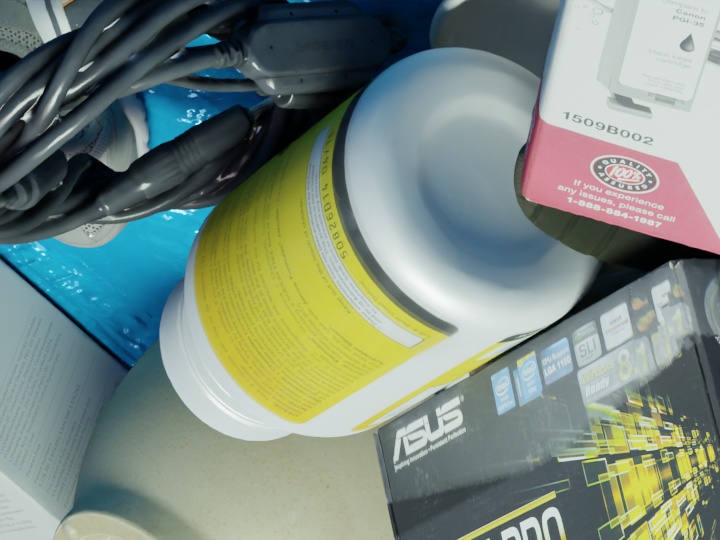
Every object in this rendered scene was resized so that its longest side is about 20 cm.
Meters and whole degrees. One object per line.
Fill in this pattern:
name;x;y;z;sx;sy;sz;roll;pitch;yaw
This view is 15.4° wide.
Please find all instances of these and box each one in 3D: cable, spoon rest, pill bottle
cable;-0.087;-0.058;1.020;0.200;0.051;0.163;-12;166;-44
spoon rest;0.078;-0.106;0.959;0.099;0.061;0.200;15;146;5
pill bottle;0.000;0.000;1.038;0.112;0.112;0.200;30;147;-18

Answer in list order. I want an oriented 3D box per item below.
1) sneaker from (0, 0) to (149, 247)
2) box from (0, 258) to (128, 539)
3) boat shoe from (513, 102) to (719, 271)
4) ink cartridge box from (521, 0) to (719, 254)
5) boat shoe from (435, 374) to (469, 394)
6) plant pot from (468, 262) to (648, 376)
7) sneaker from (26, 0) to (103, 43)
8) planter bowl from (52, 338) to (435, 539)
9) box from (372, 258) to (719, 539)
sneaker;-0.144;-0.067;1.104;0.075;0.082;0.200;6;145;18
box;-0.221;0.051;1.302;0.124;0.097;0.200;-11;138;37
boat shoe;0.148;-0.026;0.973;0.200;0.074;0.076;26;147;-25
ink cartridge box;0.138;-0.089;0.824;0.146;0.083;0.200;16;147;5
boat shoe;0.045;0.064;1.245;0.062;0.073;0.200;-16;153;-30
plant pot;0.150;0.111;1.076;0.200;0.184;0.200;-4;157;-2
sneaker;-0.079;-0.137;0.971;0.079;0.078;0.200;16;146;14
planter bowl;-0.055;0.125;1.226;0.200;0.135;0.200;28;139;28
box;0.090;0.103;0.977;0.049;0.161;0.200;2;159;-34
